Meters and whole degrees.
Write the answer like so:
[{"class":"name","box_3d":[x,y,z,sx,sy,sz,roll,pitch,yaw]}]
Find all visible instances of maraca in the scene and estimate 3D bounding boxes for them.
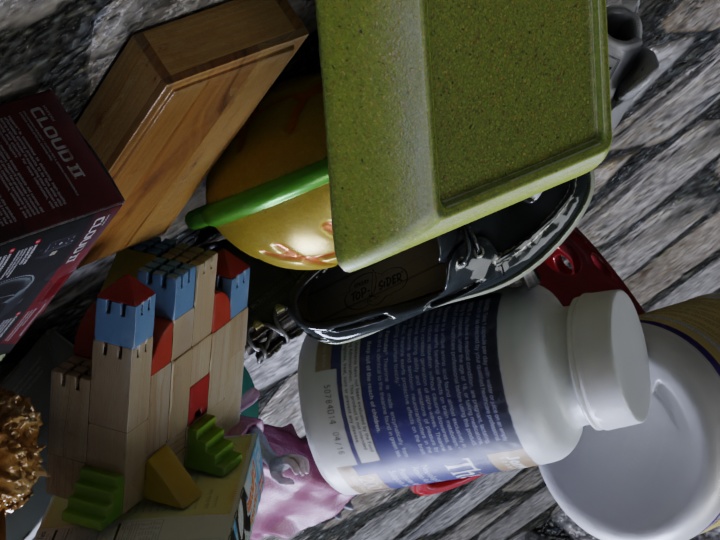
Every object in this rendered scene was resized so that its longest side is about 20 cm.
[{"class":"maraca","box_3d":[-0.032,-0.054,1.692,0.137,0.107,0.200,-20,-177,-18]}]

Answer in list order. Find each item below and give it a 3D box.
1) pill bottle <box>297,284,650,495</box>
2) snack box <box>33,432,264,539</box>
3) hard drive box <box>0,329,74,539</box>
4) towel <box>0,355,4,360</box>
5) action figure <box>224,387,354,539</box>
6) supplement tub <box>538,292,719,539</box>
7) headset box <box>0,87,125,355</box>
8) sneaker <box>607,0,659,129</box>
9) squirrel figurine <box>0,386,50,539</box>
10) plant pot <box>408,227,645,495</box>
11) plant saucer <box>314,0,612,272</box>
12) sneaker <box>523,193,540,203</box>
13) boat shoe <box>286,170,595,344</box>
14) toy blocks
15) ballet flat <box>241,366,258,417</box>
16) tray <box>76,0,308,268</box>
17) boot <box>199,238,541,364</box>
[{"class":"pill bottle","box_3d":[0.071,0.069,1.819,0.199,0.112,0.111,-11,174,20]},{"class":"snack box","box_3d":[-0.122,0.147,1.699,0.116,0.037,0.200,-5,-163,6]},{"class":"hard drive box","box_3d":[-0.216,0.144,1.895,0.156,0.077,0.200,-50,172,-16]},{"class":"towel","box_3d":[-0.286,0.091,1.723,0.148,0.037,0.200,-26,163,-36]},{"class":"action figure","box_3d":[-0.089,0.114,1.882,0.134,0.149,0.200,-38,150,19]},{"class":"supplement tub","box_3d":[0.218,0.092,1.925,0.145,0.146,0.200,-43,163,32]},{"class":"headset box","box_3d":[-0.222,-0.003,1.466,0.200,0.077,0.149,-23,163,-42]},{"class":"sneaker","box_3d":[0.125,-0.094,1.899,0.200,0.075,0.115,-58,180,-44]},{"class":"squirrel figurine","box_3d":[-0.263,0.130,1.623,0.200,0.141,0.187,-50,156,-2]},{"class":"plant pot","box_3d":[0.070,0.025,2.024,0.200,0.183,0.200,-32,167,-8]},{"class":"plant saucer","box_3d":[0.066,-0.115,1.554,0.200,0.048,0.201,-23,118,-39]},{"class":"sneaker","box_3d":[0.063,-0.129,1.633,0.087,0.075,0.200,-51,136,-11]},{"class":"boat shoe","box_3d":[0.042,-0.017,1.723,0.199,0.075,0.066,-23,173,15]},{"class":"toy blocks","box_3d":[-0.119,0.045,1.703,0.200,0.100,0.137,-36,136,-60]},{"class":"ballet flat","box_3d":[-0.123,0.077,2.022,0.072,0.068,0.200,-15,168,6]},{"class":"tray","box_3d":[-0.111,-0.069,1.589,0.098,0.037,0.200,-24,162,-38]},{"class":"boot","box_3d":[0.000,0.000,1.816,0.174,0.200,0.069,-37,129,-10]}]
